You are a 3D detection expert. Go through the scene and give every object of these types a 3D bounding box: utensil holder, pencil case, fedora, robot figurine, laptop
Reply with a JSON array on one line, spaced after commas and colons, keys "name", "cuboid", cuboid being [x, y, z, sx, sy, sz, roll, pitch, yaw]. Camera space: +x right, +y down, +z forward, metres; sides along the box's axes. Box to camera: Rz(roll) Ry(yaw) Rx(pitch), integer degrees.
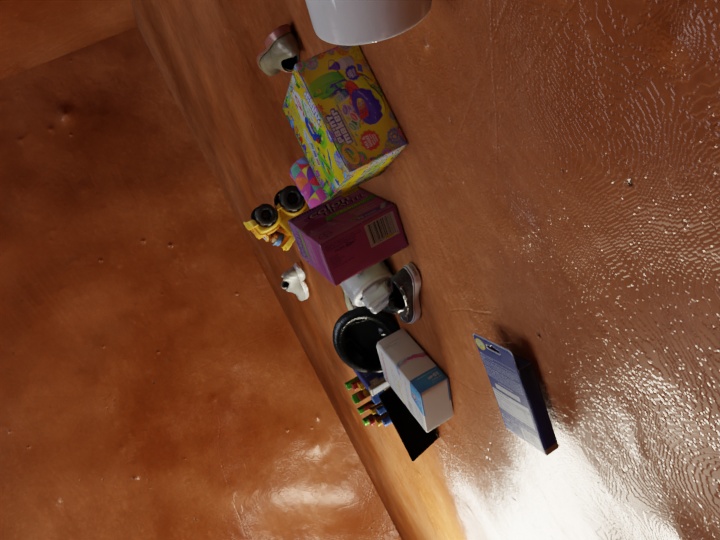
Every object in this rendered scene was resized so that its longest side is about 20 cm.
[{"name": "utensil holder", "cuboid": [-0.004, -0.396, 0.777, 0.170, 0.168, 0.202, 47, 162, 45]}, {"name": "pencil case", "cuboid": [-0.091, -0.184, 1.593, 0.201, 0.088, 0.089, 55, 163, 21]}, {"name": "fedora", "cuboid": [0.022, 0.165, 1.713, 0.092, 0.197, 0.203, -81, -26, -62]}, {"name": "robot figurine", "cuboid": [0.000, 0.000, 1.525, 0.201, 0.112, 0.170, 56, 180, 26]}, {"name": "laptop", "cuboid": [0.117, 0.394, 1.794, 0.189, 0.115, 0.200, 62, 165, 4]}]

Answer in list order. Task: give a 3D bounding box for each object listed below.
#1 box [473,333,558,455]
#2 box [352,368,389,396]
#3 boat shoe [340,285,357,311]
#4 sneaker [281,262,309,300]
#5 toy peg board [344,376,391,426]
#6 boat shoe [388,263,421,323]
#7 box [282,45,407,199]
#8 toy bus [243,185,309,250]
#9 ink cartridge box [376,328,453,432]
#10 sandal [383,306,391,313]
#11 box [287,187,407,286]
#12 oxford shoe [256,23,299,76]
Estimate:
[{"name": "box", "cuboid": [0.259, 0.199, 1.114, 0.202, 0.032, 0.121, 67, 164, -19]}, {"name": "box", "cuboid": [0.031, 0.240, 1.809, 0.200, 0.120, 0.033, 47, 160, 46]}, {"name": "boat shoe", "cuboid": [-0.023, 0.018, 1.757, 0.072, 0.072, 0.203, -27, 81, 45]}, {"name": "sneaker", "cuboid": [-0.251, 0.053, 2.475, 0.076, 0.091, 0.201, 52, 162, 33]}, {"name": "toy peg board", "cuboid": [0.040, 0.418, 2.131, 0.202, 0.097, 0.199, 64, 165, -4]}, {"name": "boat shoe", "cuboid": [0.089, 0.062, 1.421, 0.070, 0.066, 0.201, 55, 163, 25]}, {"name": "box", "cuboid": [-0.035, -0.261, 1.187, 0.202, 0.121, 0.193, 63, 165, 1]}, {"name": "toy bus", "cuboid": [-0.201, -0.123, 1.857, 0.194, 0.199, 0.135, 57, 167, -11]}, {"name": "ink cartridge box", "cuboid": [0.129, 0.258, 1.585, 0.200, 0.084, 0.146, 46, 157, 45]}, {"name": "sandal", "cuboid": [0.035, 0.054, 1.651, 0.199, 0.048, 0.076, 23, 139, 49]}, {"name": "box", "cuboid": [-0.030, -0.078, 1.375, 0.200, 0.174, 0.098, 36, 150, 61]}, {"name": "oxford shoe", "cuboid": [-0.176, -0.455, 1.441, 0.075, 0.070, 0.200, 58, 167, -4]}]
